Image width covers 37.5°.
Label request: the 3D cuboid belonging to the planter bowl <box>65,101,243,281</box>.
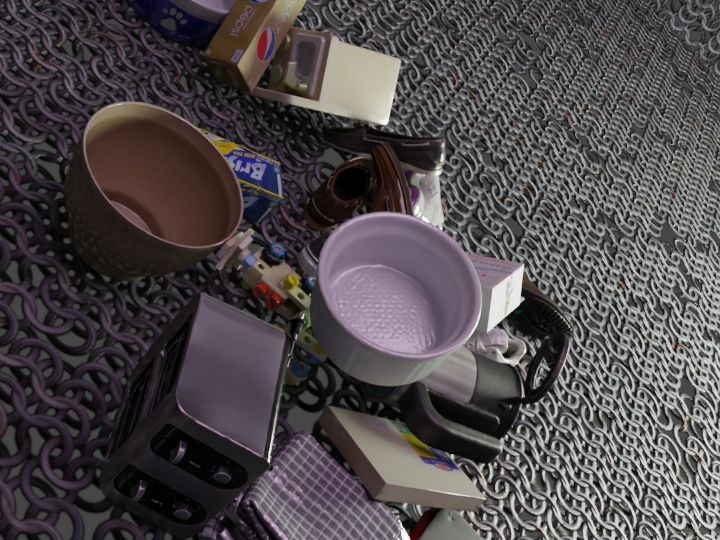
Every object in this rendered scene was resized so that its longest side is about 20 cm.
[{"bbox_3d":[-0.253,-0.072,1.211,0.200,0.135,0.201,27,41,-26],"label":"planter bowl"}]

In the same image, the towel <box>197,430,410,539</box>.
[{"bbox_3d":[-0.050,0.282,1.133,0.200,0.086,0.166,46,35,-2],"label":"towel"}]

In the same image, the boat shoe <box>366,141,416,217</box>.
[{"bbox_3d":[0.040,-0.090,1.510,0.072,0.068,0.201,75,-2,-67],"label":"boat shoe"}]

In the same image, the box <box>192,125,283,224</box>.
[{"bbox_3d":[-0.200,-0.133,1.381,0.199,0.064,0.070,20,44,-32],"label":"box"}]

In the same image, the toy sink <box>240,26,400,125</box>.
[{"bbox_3d":[-0.060,-0.296,1.588,0.199,0.113,0.130,5,11,-42],"label":"toy sink"}]

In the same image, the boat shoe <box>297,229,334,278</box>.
[{"bbox_3d":[0.000,0.000,1.426,0.200,0.071,0.072,23,32,-55],"label":"boat shoe"}]

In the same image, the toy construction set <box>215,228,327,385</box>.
[{"bbox_3d":[-0.108,0.032,1.310,0.200,0.092,0.131,54,35,-9],"label":"toy construction set"}]

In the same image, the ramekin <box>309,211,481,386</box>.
[{"bbox_3d":[0.035,0.039,1.260,0.199,0.098,0.201,9,54,-13],"label":"ramekin"}]

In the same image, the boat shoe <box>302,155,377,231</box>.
[{"bbox_3d":[-0.014,-0.123,1.559,0.070,0.070,0.200,40,35,-3],"label":"boat shoe"}]

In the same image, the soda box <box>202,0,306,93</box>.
[{"bbox_3d":[-0.148,-0.363,1.549,0.064,0.068,0.201,20,69,22],"label":"soda box"}]

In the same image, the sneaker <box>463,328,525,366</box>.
[{"bbox_3d":[0.144,0.100,1.488,0.199,0.100,0.075,16,48,-34],"label":"sneaker"}]

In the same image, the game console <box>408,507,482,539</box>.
[{"bbox_3d":[0.122,0.394,1.259,0.200,0.031,0.177,47,41,0],"label":"game console"}]

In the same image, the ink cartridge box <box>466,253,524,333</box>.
[{"bbox_3d":[0.164,0.023,1.537,0.114,0.068,0.200,12,17,22],"label":"ink cartridge box"}]

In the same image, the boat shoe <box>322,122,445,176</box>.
[{"bbox_3d":[0.038,-0.198,1.613,0.199,0.057,0.067,18,22,18],"label":"boat shoe"}]

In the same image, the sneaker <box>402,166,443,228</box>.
[{"bbox_3d":[0.089,-0.108,1.654,0.100,0.075,0.200,57,29,-26],"label":"sneaker"}]

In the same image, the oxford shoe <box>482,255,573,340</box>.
[{"bbox_3d":[0.263,0.040,1.689,0.200,0.073,0.085,38,33,-15],"label":"oxford shoe"}]

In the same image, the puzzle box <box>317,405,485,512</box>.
[{"bbox_3d":[0.051,0.228,1.269,0.199,0.025,0.133,21,20,-46],"label":"puzzle box"}]

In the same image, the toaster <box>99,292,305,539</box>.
[{"bbox_3d":[-0.160,0.139,1.072,0.118,0.181,0.201,30,40,-21],"label":"toaster"}]

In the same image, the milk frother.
[{"bbox_3d":[0.138,0.123,1.357,0.187,0.201,0.181,25,12,-28],"label":"milk frother"}]

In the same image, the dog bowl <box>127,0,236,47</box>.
[{"bbox_3d":[-0.261,-0.434,1.584,0.199,0.079,0.201,27,41,-26],"label":"dog bowl"}]
